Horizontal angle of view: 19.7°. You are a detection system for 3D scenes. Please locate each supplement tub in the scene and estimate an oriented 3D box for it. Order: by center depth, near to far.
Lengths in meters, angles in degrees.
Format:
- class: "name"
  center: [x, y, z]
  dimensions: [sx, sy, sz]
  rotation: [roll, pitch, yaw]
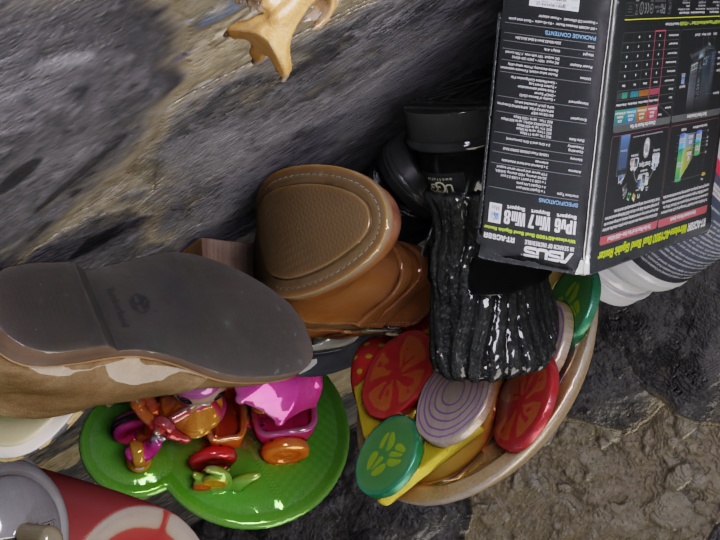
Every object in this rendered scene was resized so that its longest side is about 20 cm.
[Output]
- class: "supplement tub"
  center: [0.261, -0.071, 1.691]
  dimensions: [0.200, 0.141, 0.140]
  rotation: [-36, 171, 36]

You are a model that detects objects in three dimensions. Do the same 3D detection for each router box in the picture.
- class: "router box"
  center: [0.130, -0.086, 1.053]
  dimensions: [0.062, 0.151, 0.200]
  rotation: [10, -169, 26]

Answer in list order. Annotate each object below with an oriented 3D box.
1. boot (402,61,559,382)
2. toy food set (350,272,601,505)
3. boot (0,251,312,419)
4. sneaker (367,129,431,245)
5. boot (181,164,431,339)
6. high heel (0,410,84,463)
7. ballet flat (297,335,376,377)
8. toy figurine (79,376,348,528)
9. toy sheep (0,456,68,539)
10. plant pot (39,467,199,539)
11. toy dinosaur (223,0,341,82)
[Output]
- class: "boot"
  center: [0.102, -0.038, 1.172]
  dimensions: [0.079, 0.159, 0.211]
  rotation: [6, -158, 44]
- class: "toy food set"
  center: [0.067, 0.051, 1.258]
  dimensions: [0.200, 0.199, 0.049]
  rotation: [-40, 126, 21]
- class: "boot"
  center: [-0.118, 0.039, 1.076]
  dimensions: [0.199, 0.074, 0.076]
  rotation: [4, 142, -36]
- class: "sneaker"
  center: [0.015, -0.033, 1.300]
  dimensions: [0.104, 0.060, 0.200]
  rotation: [-36, 175, 9]
- class: "boot"
  center: [0.000, 0.000, 1.197]
  dimensions: [0.155, 0.077, 0.200]
  rotation: [8, 154, -37]
- class: "high heel"
  center: [-0.204, 0.074, 1.168]
  dimensions: [0.199, 0.072, 0.143]
  rotation: [-30, 180, 10]
- class: "ballet flat"
  center: [-0.047, 0.032, 1.322]
  dimensions: [0.199, 0.073, 0.073]
  rotation: [-2, 156, -40]
- class: "toy figurine"
  center: [-0.099, 0.080, 1.450]
  dimensions: [0.199, 0.151, 0.184]
  rotation: [-4, 153, -9]
- class: "toy sheep"
  center: [-0.252, 0.163, 1.293]
  dimensions: [0.137, 0.139, 0.199]
  rotation: [-24, -160, -39]
- class: "plant pot"
  center: [-0.208, 0.230, 1.428]
  dimensions: [0.177, 0.202, 0.200]
  rotation: [-3, -166, 44]
- class: "toy dinosaur"
  center: [-0.011, -0.127, 0.673]
  dimensions: [0.106, 0.060, 0.200]
  rotation: [-53, -174, -18]
